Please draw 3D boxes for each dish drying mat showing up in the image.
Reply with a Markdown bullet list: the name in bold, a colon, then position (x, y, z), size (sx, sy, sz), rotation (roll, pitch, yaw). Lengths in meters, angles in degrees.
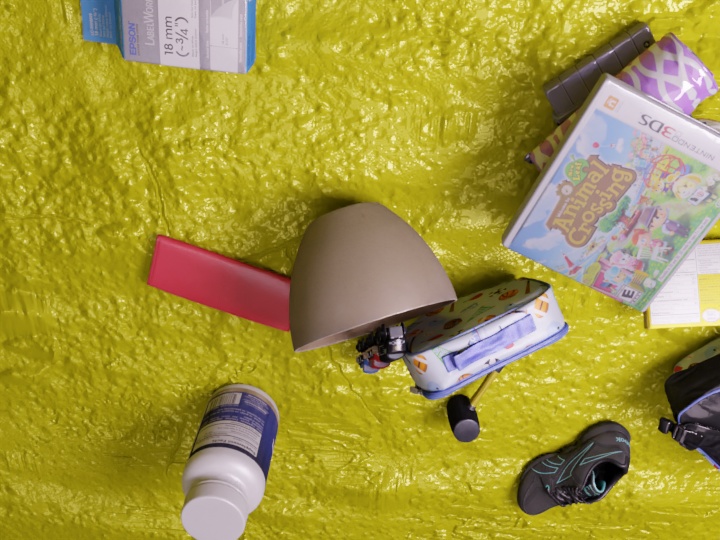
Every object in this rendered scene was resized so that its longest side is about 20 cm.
- **dish drying mat**: position (-0.175, 0.017, 0.974), size (0.196, 0.018, 0.078), rotation (19, 118, -6)

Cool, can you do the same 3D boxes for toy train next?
- **toy train**: position (0.024, 0.099, 0.923), size (0.033, 0.200, 0.047), rotation (-5, 79, -11)

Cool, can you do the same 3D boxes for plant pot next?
- **plant pot**: position (0.000, 0.000, 0.874), size (0.196, 0.200, 0.137), rotation (-18, 82, 13)

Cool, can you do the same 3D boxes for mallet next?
- **mallet**: position (0.177, 0.142, 0.992), size (0.041, 0.066, 0.202), rotation (26, 117, -13)

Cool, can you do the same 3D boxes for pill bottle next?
- **pill bottle**: position (-0.175, 0.256, 1.001), size (0.108, 0.201, 0.113), rotation (2, 120, 3)

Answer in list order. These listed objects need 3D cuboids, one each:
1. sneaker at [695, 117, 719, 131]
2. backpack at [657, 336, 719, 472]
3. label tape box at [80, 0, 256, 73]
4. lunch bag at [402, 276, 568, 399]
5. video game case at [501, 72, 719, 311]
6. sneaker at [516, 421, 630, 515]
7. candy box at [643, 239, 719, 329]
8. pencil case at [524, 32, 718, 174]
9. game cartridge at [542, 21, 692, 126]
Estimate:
- **sneaker**: position (0.328, -0.069, 0.818), size (0.074, 0.089, 0.202), rotation (23, 121, -15)
- **backpack**: position (0.497, 0.176, 0.942), size (0.199, 0.155, 0.191), rotation (-34, 105, 28)
- **label tape box**: position (-0.208, -0.292, 0.779), size (0.195, 0.064, 0.147), rotation (6, 119, 0)
- **lunch bag**: position (0.137, 0.080, 0.886), size (0.197, 0.160, 0.077), rotation (-27, 98, -3)
- **video game case**: position (0.269, -0.070, 0.762), size (0.179, 0.022, 0.202), rotation (24, 122, -7)
- **sneaker**: position (0.298, 0.293, 1.061), size (0.075, 0.080, 0.200), rotation (35, 117, -16)
- **candy box**: position (0.438, 0.014, 0.901), size (0.195, 0.026, 0.105), rotation (-3, 84, 6)
- **pencil case**: position (0.271, -0.150, 0.782), size (0.199, 0.085, 0.085), rotation (-41, 144, 24)
- **game cartridge**: position (0.303, -0.153, 0.841), size (0.128, 0.039, 0.201), rotation (-32, 112, 15)
